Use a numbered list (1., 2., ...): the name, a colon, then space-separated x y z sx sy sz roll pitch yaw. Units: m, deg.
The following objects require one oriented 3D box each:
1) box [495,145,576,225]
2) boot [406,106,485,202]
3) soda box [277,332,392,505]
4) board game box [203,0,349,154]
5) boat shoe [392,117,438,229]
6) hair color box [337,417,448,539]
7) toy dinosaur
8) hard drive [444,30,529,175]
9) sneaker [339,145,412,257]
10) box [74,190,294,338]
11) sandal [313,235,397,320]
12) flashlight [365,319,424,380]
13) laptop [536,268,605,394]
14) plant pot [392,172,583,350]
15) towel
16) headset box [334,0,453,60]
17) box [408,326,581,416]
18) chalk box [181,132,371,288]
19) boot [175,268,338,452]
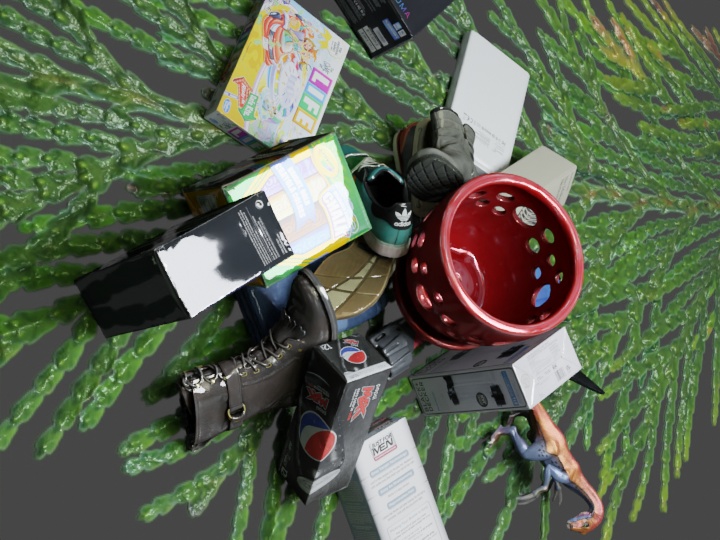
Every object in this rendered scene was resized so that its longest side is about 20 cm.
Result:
1. box: 0.228 -0.102 1.409 0.068 0.082 0.200 36 49 26
2. boot: 0.103 -0.153 1.242 0.200 0.067 0.131 26 52 -61
3. soda box: -0.033 0.171 1.097 0.071 0.063 0.201 -15 135 -38
4. board game box: -0.101 -0.241 1.217 0.134 0.034 0.201 33 63 -30
5. boat shoe: 0.096 -0.107 1.318 0.071 0.062 0.201 -6 81 -41
6. hair color box: 0.037 0.295 1.206 0.099 0.061 0.201 -23 97 -39
7. toy dinosaur: 0.267 0.269 1.333 0.181 0.201 0.105 32 38 21
8. hard drive: 0.185 -0.242 1.448 0.132 0.027 0.201 29 65 -30
9. sneaker: 0.016 -0.108 1.194 0.071 0.080 0.200 -7 43 -26
10. box: -0.186 -0.003 0.999 0.141 0.200 0.079 -31 101 -37
11. sandal: 0.000 0.000 1.177 0.080 0.054 0.200 26 44 8
12. flashlight: 0.094 0.079 1.294 0.068 0.068 0.200 37 52 26
13. laptop: 0.269 0.064 1.395 0.177 0.200 0.103 25 103 -37
14. plant pot: 0.144 0.000 1.199 0.200 0.182 0.201 7 73 -25
15. towel: -0.058 0.033 1.190 0.200 0.048 0.112 -23 95 -40
16. headset box: 0.051 -0.425 1.336 0.200 0.093 0.174 -47 110 -35
17. box: 0.171 0.134 1.254 0.116 0.200 0.060 -28 97 -36
18. chalk box: -0.079 -0.080 1.121 0.200 0.125 0.124 -29 107 -27
19. boot: -0.118 0.102 1.058 0.174 0.069 0.201 -14 125 -30
